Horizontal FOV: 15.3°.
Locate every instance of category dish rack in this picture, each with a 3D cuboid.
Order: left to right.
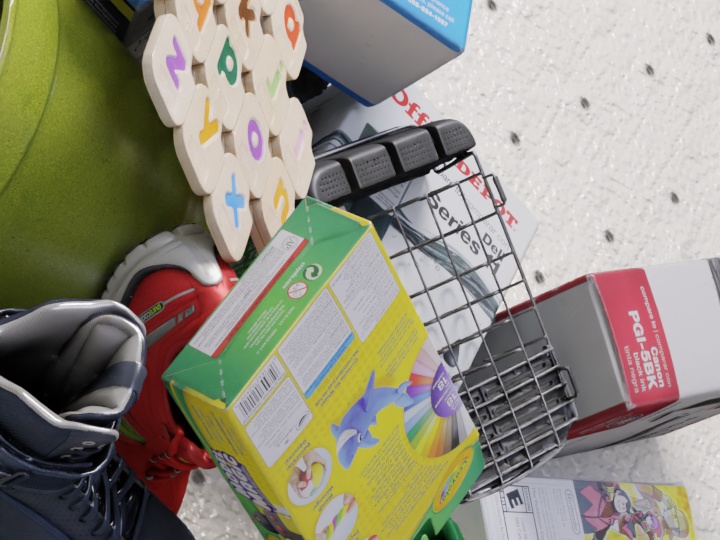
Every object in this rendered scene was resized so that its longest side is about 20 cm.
[{"bbox_3d":[0.035,0.022,1.423,0.153,0.054,0.201,-22,90,-46],"label":"dish rack"}]

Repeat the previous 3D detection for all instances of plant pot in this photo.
[{"bbox_3d":[-0.175,-0.055,1.292,0.193,0.199,0.202,33,49,-44],"label":"plant pot"}]

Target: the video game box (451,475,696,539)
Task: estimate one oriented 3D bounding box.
[{"bbox_3d":[0.135,0.220,1.549,0.181,0.047,0.201,6,66,-40],"label":"video game box"}]

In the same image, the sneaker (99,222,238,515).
[{"bbox_3d":[-0.096,0.074,1.294,0.077,0.201,0.085,-17,49,-32],"label":"sneaker"}]

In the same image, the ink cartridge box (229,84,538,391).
[{"bbox_3d":[0.000,0.000,1.497,0.147,0.083,0.201,46,45,-19],"label":"ink cartridge box"}]

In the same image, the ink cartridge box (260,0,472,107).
[{"bbox_3d":[-0.008,-0.216,1.471,0.146,0.084,0.201,31,50,-27],"label":"ink cartridge box"}]

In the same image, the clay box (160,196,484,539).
[{"bbox_3d":[-0.011,0.073,1.273,0.115,0.047,0.200,-51,142,-21],"label":"clay box"}]

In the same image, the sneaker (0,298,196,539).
[{"bbox_3d":[-0.118,0.089,1.212,0.202,0.146,0.077,32,47,-30],"label":"sneaker"}]

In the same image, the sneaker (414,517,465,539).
[{"bbox_3d":[0.013,0.205,1.408,0.200,0.074,0.084,-63,141,-50],"label":"sneaker"}]

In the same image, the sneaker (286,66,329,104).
[{"bbox_3d":[-0.070,-0.105,1.490,0.200,0.078,0.076,-74,147,-56],"label":"sneaker"}]

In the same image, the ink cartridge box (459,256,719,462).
[{"bbox_3d":[0.158,0.053,1.580,0.199,0.146,0.083,-7,76,-45],"label":"ink cartridge box"}]

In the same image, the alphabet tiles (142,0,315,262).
[{"bbox_3d":[-0.065,-0.106,1.286,0.196,0.014,0.201,-76,151,-49],"label":"alphabet tiles"}]

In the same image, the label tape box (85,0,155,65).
[{"bbox_3d":[-0.143,-0.182,1.342,0.066,0.200,0.143,-40,88,-20],"label":"label tape box"}]
